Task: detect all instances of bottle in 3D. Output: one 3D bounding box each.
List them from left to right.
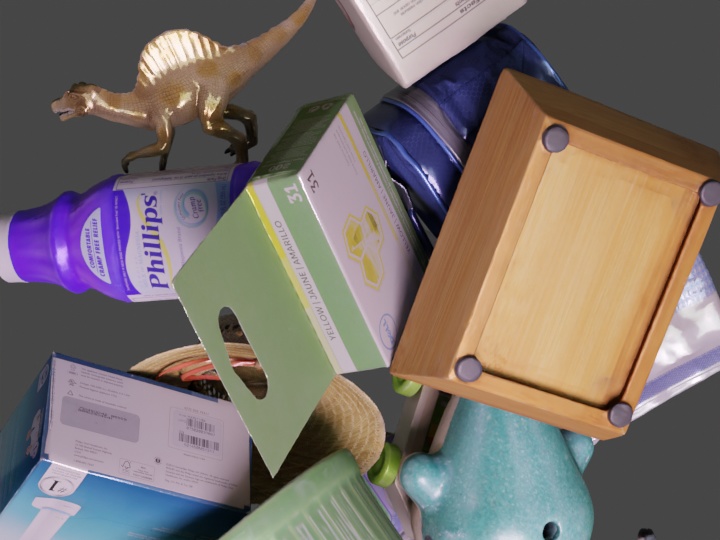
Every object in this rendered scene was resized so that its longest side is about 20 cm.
[{"bbox_3d":[-0.141,-0.022,1.033,0.198,0.065,0.084,-3,99,17],"label":"bottle"}]

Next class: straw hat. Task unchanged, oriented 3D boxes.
[{"bbox_3d":[-0.076,0.076,1.118,0.199,0.086,0.202,0,141,0],"label":"straw hat"}]

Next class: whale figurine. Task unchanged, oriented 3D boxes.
[{"bbox_3d":[0.104,0.133,1.111,0.158,0.104,0.202,-5,100,-26],"label":"whale figurine"}]

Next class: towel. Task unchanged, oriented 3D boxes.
[{"bbox_3d":[0.185,0.013,1.183,0.146,0.024,0.201,-27,103,-4],"label":"towel"}]

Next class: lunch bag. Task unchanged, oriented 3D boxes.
[{"bbox_3d":[0.093,-0.053,1.076,0.132,0.136,0.200,-39,107,-2],"label":"lunch bag"}]

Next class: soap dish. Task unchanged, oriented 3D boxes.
[{"bbox_3d":[0.126,-0.002,0.982,0.156,0.081,0.202,18,97,-18],"label":"soap dish"}]

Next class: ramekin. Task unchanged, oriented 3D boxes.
[{"bbox_3d":[-0.055,0.219,1.058,0.200,0.200,0.098,-41,81,4],"label":"ramekin"}]

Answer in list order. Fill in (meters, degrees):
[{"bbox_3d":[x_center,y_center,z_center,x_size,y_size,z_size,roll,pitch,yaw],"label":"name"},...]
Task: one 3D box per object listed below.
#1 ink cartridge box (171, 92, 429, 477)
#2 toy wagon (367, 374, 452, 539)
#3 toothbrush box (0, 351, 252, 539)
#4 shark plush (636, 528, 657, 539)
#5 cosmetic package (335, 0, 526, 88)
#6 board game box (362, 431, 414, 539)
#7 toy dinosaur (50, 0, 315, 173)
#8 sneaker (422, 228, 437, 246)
[{"bbox_3d":[-0.027,0.005,0.969,0.048,0.200,0.146,-11,119,28],"label":"ink cartridge box"},{"bbox_3d":[0.078,0.153,1.185,0.154,0.039,0.202,22,79,-24],"label":"toy wagon"},{"bbox_3d":[-0.178,0.158,1.082,0.145,0.086,0.200,17,137,-22],"label":"toothbrush box"},{"bbox_3d":[0.224,0.312,1.319,0.090,0.083,0.202,-16,117,-10],"label":"shark plush"},{"bbox_3d":[0.007,-0.231,1.013,0.103,0.087,0.201,-34,117,-2],"label":"cosmetic package"},{"bbox_3d":[0.046,0.227,1.201,0.198,0.026,0.202,12,78,-23],"label":"board game box"},{"bbox_3d":[-0.099,-0.115,1.049,0.199,0.058,0.102,-23,116,-6],"label":"toy dinosaur"},{"bbox_3d":[0.000,0.000,1.112,0.199,0.089,0.076,22,104,-24],"label":"sneaker"}]
